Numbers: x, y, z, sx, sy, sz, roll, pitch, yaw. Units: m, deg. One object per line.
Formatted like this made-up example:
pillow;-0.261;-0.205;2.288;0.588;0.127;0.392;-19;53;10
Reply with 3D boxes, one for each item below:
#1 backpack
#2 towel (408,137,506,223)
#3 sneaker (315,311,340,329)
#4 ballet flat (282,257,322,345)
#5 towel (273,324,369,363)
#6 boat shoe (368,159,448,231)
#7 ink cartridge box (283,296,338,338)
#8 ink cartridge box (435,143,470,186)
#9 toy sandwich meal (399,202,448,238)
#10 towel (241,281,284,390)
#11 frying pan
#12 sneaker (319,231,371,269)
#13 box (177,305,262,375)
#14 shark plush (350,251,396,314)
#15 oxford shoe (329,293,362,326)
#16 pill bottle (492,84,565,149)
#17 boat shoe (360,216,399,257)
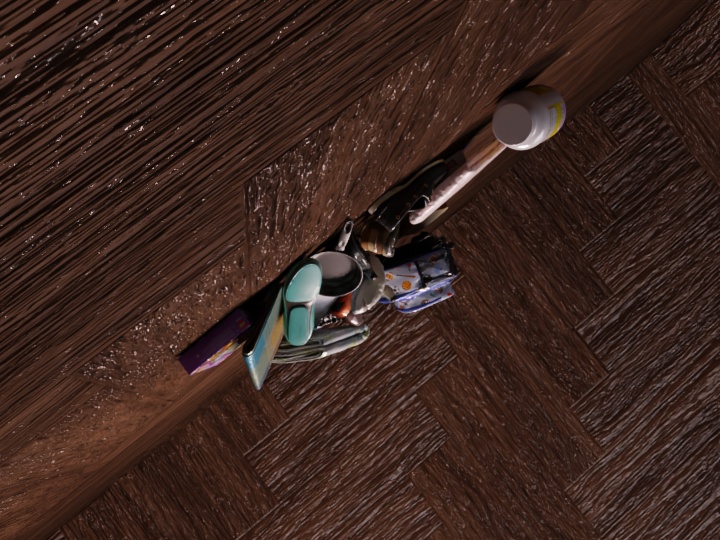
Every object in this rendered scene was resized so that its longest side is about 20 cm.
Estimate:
backpack;0.108;0.006;1.909;0.189;0.156;0.200;-14;-174;-6
towel;0.199;-0.185;1.718;0.191;0.032;0.200;-40;178;-43
sneaker;-0.080;0.106;2.033;0.198;0.073;0.082;-7;-138;33
ballet flat;-0.111;0.042;1.551;0.067;0.071;0.201;-2;130;-15
towel;-0.097;0.156;1.833;0.170;0.049;0.199;-8;-178;29
boat shoe;0.100;-0.139;1.603;0.201;0.063;0.074;-39;173;-35
ink cartridge box;-0.119;0.064;1.737;0.200;0.041;0.199;-51;159;28
ink cartridge box;0.153;-0.187;1.773;0.200;0.037;0.095;-39;177;-36
toy sandwich meal;0.105;-0.113;1.890;0.205;0.070;0.205;-39;177;-3
towel;-0.171;0.122;1.573;0.200;0.022;0.148;94;18;-65
frying pan;-0.057;-0.024;1.550;0.114;0.191;0.031;-5;-137;5
sneaker;-0.032;-0.030;1.668;0.079;0.076;0.200;-28;169;4
box;-0.241;0.123;1.565;0.137;0.039;0.200;-39;177;3
shark plush;0.000;0.000;1.798;0.083;0.201;0.091;-30;141;15
oxford shoe;-0.019;0.033;1.877;0.071;0.072;0.201;-26;-140;36
pill bottle;0.301;-0.277;1.569;0.104;0.105;0.200;-40;176;30
boat shoe;0.037;-0.080;1.669;0.200;0.073;0.076;-65;161;-76
